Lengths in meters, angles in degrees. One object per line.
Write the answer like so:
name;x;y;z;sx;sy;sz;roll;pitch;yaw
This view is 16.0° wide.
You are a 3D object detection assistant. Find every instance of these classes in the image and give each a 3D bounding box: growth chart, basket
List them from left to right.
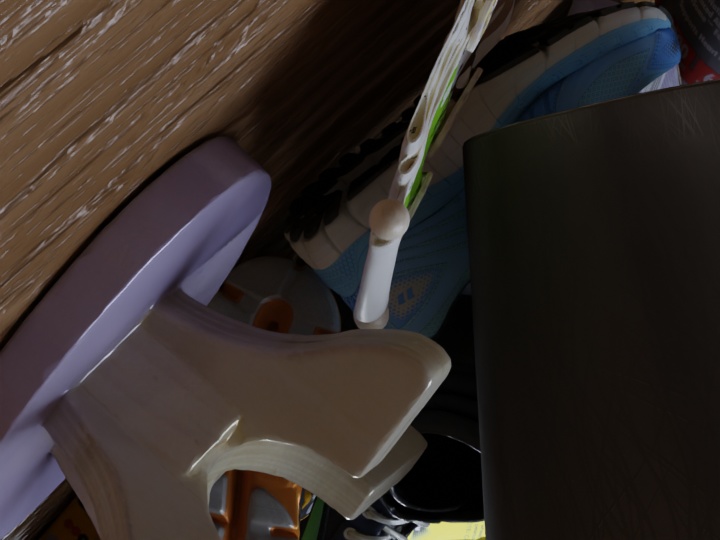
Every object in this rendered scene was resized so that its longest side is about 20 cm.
growth chart;0.039;-0.078;0.908;0.145;0.018;0.200;83;30;-81
basket;0.112;0.037;0.966;0.180;0.200;0.136;-14;178;24

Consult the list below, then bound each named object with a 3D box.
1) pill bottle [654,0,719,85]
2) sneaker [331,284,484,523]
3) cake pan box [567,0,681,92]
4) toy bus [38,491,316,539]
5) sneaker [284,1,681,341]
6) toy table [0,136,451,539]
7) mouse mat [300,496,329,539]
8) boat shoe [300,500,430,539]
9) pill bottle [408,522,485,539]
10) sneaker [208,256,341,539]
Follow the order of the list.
pill bottle;0.225;-0.165;1.254;0.116;0.116;0.200;-42;168;-29
sneaker;0.010;0.054;1.089;0.200;0.071;0.099;0;-139;41
cake pan box;0.103;-0.024;1.262;0.200;0.052;0.185;47;63;-76
toy bus;-0.080;0.119;1.216;0.078;0.065;0.200;-50;171;17
sneaker;0.060;-0.039;1.057;0.200;0.090;0.078;-39;-165;-24
toy table;-0.061;0.062;0.902;0.184;0.117;0.200;-38;166;-47
mouse mat;-0.042;0.189;1.170;0.200;0.008;0.161;-76;-175;-59
boat shoe;0.019;0.118;1.314;0.200;0.075;0.093;-10;-111;51
pill bottle;0.064;0.117;1.475;0.200;0.113;0.112;-3;147;-29
sneaker;-0.056;0.093;1.063;0.077;0.078;0.200;167;-55;-86
